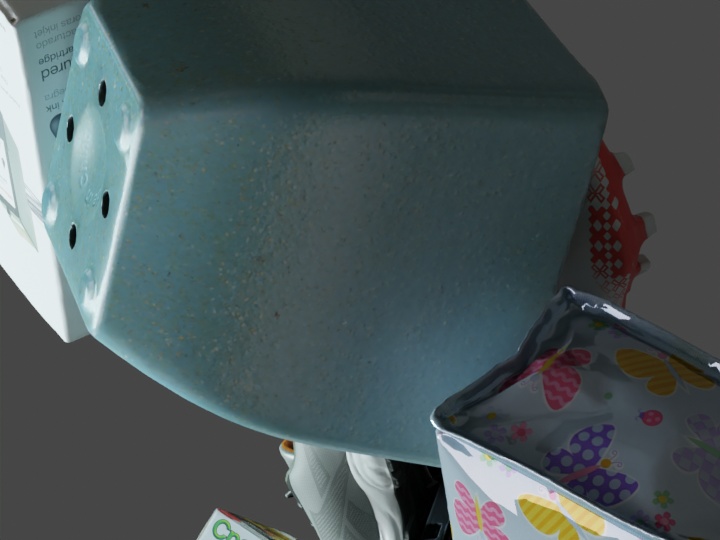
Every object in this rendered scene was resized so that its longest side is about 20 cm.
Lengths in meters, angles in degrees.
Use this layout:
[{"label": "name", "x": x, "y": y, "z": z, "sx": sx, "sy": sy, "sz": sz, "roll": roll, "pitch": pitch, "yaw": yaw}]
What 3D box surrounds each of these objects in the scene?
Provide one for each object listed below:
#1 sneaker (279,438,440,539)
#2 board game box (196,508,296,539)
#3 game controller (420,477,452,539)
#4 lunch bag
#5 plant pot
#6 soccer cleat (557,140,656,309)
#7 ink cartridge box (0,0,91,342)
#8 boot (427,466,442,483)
[{"label": "sneaker", "x": -0.001, "y": 0.126, "z": 1.475, "sx": 0.074, "sy": 0.079, "sz": 0.201, "roll": -56, "pitch": -35, "yaw": -51}, {"label": "board game box", "x": 0.004, "y": 0.214, "z": 1.601, "sx": 0.199, "sy": 0.035, "sz": 0.126, "roll": 32, "pitch": 179, "yaw": 22}, {"label": "game controller", "x": 0.061, "y": 0.161, "z": 1.468, "sx": 0.105, "sy": 0.042, "sz": 0.201, "roll": 61, "pitch": -141, "yaw": -39}, {"label": "lunch bag", "x": 0.137, "y": 0.131, "z": 1.159, "sx": 0.199, "sy": 0.127, "sz": 0.170, "roll": 28, "pitch": 145, "yaw": 30}, {"label": "plant pot", "x": -0.033, "y": -0.040, "z": 1.226, "sx": 0.196, "sy": 0.198, "sz": 0.198, "roll": -122, "pitch": 41, "yaw": -54}, {"label": "soccer cleat", "x": 0.088, "y": 0.005, "z": 1.265, "sx": 0.201, "sy": 0.085, "sz": 0.069, "roll": 84, "pitch": 160, "yaw": -48}, {"label": "ink cartridge box", "x": -0.112, "y": -0.084, "z": 1.329, "sx": 0.084, "sy": 0.145, "sz": 0.201, "roll": 45, "pitch": 151, "yaw": 41}, {"label": "boot", "x": 0.055, "y": 0.135, "z": 1.622, "sx": 0.199, "sy": 0.073, "sz": 0.163, "roll": 68, "pitch": 171, "yaw": -28}]
